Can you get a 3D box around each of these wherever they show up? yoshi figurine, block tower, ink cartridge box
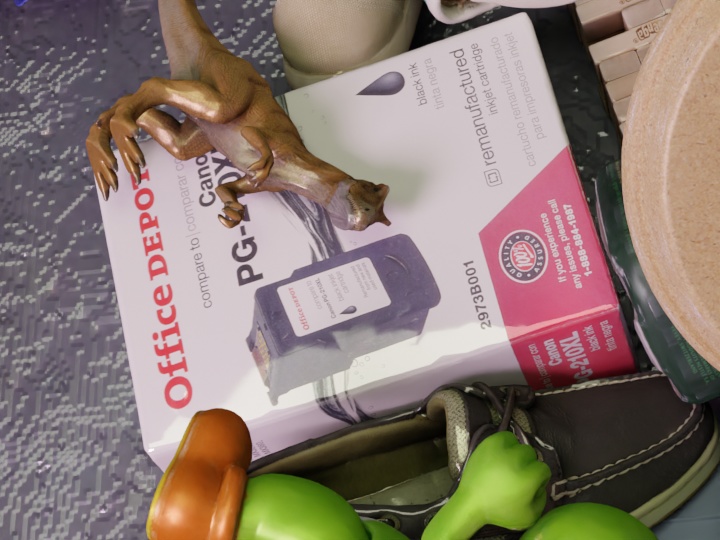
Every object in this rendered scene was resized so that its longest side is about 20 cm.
[{"bbox_3d":[0.027,0.112,0.719,0.199,0.112,0.113,16,77,8],"label":"yoshi figurine"},{"bbox_3d":[0.123,-0.104,0.878,0.054,0.058,0.201,-20,65,6],"label":"block tower"},{"bbox_3d":[0.000,0.000,0.847,0.199,0.084,0.146,-18,62,7],"label":"ink cartridge box"}]

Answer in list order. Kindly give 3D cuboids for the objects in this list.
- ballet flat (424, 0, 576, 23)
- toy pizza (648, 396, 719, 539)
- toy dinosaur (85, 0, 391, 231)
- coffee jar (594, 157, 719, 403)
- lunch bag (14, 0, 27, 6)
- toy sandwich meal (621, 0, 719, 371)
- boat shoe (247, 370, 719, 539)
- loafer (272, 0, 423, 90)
[{"bbox_3d":[0.112,-0.146,0.829,0.199,0.069,0.070,-15,64,19],"label":"ballet flat"},{"bbox_3d":[0.166,0.099,0.757,0.199,0.032,0.201,-25,32,17],"label":"toy pizza"},{"bbox_3d":[-0.062,-0.073,0.830,0.106,0.061,0.200,-22,62,-25],"label":"toy dinosaur"},{"bbox_3d":[0.192,-0.032,0.755,0.199,0.086,0.104,-24,24,14],"label":"coffee jar"},{"bbox_3d":[-0.205,-0.218,0.974,0.199,0.124,0.171,-6,65,20],"label":"lunch bag"},{"bbox_3d":[0.184,-0.034,0.666,0.203,0.070,0.207,2,110,7],"label":"toy sandwich meal"},{"bbox_3d":[0.042,0.077,0.776,0.200,0.066,0.072,-18,36,-1],"label":"boat shoe"},{"bbox_3d":[0.003,-0.167,0.910,0.075,0.068,0.201,-1,50,13],"label":"loafer"}]
